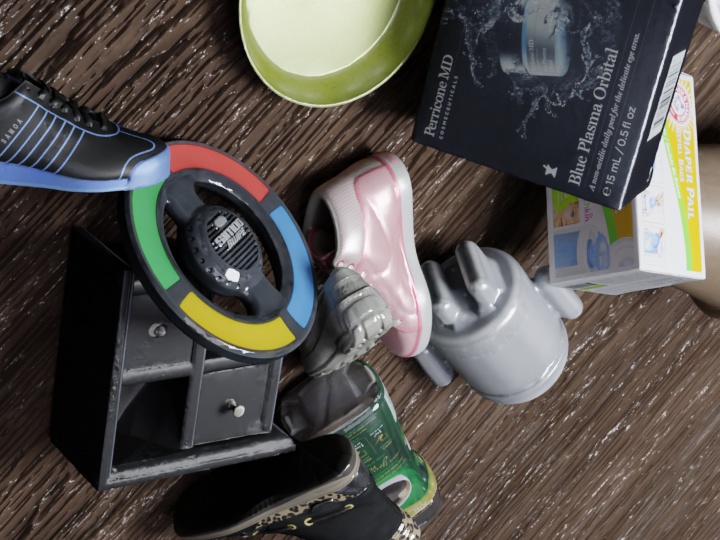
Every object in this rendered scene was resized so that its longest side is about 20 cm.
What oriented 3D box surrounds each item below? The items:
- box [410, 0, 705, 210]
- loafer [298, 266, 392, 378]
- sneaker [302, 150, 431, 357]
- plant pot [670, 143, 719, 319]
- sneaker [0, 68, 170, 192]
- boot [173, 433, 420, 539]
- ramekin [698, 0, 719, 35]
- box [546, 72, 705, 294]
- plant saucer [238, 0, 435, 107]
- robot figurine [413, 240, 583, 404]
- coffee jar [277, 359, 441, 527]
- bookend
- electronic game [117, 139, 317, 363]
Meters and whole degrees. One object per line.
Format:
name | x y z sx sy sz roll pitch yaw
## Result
box | 0.171 -0.181 1.388 0.117 0.199 0.198 -30 137 -64
loafer | -0.021 0.045 1.421 0.070 0.070 0.200 -28 172 -21
sneaker | 0.000 0.000 1.454 0.104 0.075 0.201 -25 120 -31
plant pot | 0.346 -0.054 1.640 0.174 0.200 0.201 10 108 -24
sneaker | -0.234 -0.107 1.195 0.199 0.070 0.078 2 113 -24
boot | -0.056 0.231 1.480 0.199 0.073 0.151 -25 132 21
ramekin | 0.375 -0.322 1.558 0.200 0.098 0.201 -18 124 -30
box | 0.247 -0.087 1.520 0.101 0.112 0.201 7 77 -42
plant saucer | -0.022 -0.236 1.337 0.199 0.031 0.201 -19 125 -29
robot figurine | 0.130 0.056 1.563 0.169 0.113 0.200 -27 135 16
coffee jar | 0.004 0.182 1.547 0.104 0.085 0.200 -31 132 -4
bookend | -0.146 0.064 1.363 0.199 0.092 0.200 -6 117 -37
electronic game | -0.112 -0.017 1.294 0.199 0.201 0.042 15 141 -42
